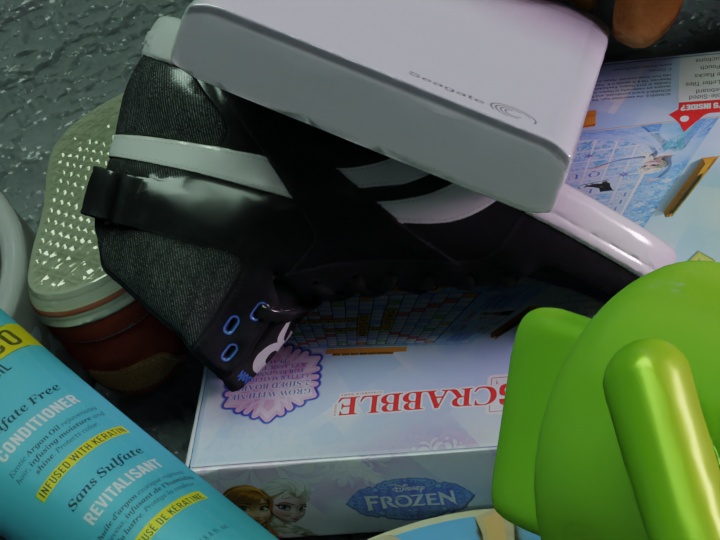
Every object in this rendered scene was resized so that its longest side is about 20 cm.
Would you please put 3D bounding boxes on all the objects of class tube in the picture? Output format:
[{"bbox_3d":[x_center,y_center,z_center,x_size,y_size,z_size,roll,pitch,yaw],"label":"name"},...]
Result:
[{"bbox_3d":[-0.106,0.065,0.989,0.200,0.051,0.077,32,54,33],"label":"tube"}]

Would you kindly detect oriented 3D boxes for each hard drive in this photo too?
[{"bbox_3d":[0.017,-0.079,1.009,0.131,0.027,0.200,22,19,2],"label":"hard drive"}]

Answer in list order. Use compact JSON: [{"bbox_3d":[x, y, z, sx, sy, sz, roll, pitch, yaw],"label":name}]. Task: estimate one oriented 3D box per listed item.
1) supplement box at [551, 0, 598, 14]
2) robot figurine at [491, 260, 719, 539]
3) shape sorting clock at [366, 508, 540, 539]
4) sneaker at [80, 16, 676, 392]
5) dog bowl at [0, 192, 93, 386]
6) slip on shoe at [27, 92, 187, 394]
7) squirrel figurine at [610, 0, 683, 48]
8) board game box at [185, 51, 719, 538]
[{"bbox_3d":[0.070,-0.142,1.090,0.068,0.200,0.067,22,81,2],"label":"supplement box"},{"bbox_3d":[0.133,0.065,0.871,0.199,0.117,0.175,18,11,43],"label":"robot figurine"},{"bbox_3d":[0.033,0.147,0.920,0.198,0.039,0.201,-9,43,8],"label":"shape sorting clock"},{"bbox_3d":[0.000,0.000,1.011,0.199,0.073,0.113,23,91,5],"label":"sneaker"},{"bbox_3d":[-0.203,0.032,1.102,0.199,0.059,0.201,-9,43,8],"label":"dog bowl"},{"bbox_3d":[-0.082,-0.021,1.123,0.074,0.061,0.200,-17,28,15],"label":"slip on shoe"},{"bbox_3d":[0.206,-0.157,1.099,0.185,0.142,0.200,15,36,3],"label":"squirrel figurine"},{"bbox_3d":[0.047,0.006,1.062,0.198,0.041,0.200,-4,43,13],"label":"board game box"}]
